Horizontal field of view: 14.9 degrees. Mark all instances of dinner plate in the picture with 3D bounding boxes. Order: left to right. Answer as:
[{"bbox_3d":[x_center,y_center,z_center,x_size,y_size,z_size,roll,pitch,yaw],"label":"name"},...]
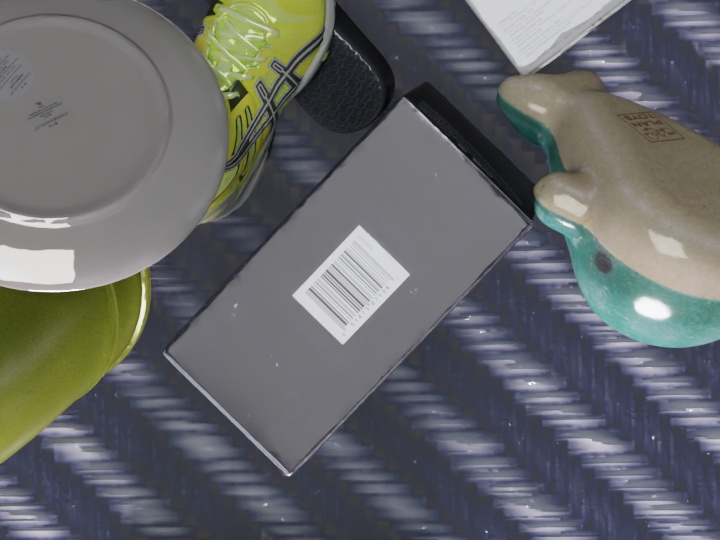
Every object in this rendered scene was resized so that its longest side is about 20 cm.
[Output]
[{"bbox_3d":[-0.173,-0.082,1.539,0.199,0.024,0.201,2,61,-4],"label":"dinner plate"}]

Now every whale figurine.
[{"bbox_3d":[0.152,-0.035,1.566,0.200,0.159,0.104,46,130,33],"label":"whale figurine"}]

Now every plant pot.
[{"bbox_3d":[-0.247,0.040,1.571,0.199,0.193,0.201,10,126,14],"label":"plant pot"}]

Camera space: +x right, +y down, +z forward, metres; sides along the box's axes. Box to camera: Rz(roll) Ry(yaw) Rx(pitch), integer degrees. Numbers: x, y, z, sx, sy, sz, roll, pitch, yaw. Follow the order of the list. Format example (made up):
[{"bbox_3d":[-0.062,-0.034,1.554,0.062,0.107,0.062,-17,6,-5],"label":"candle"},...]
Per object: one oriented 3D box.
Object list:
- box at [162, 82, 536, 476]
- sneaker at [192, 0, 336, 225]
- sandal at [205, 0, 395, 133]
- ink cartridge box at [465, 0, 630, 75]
[{"bbox_3d":[0.000,0.000,1.585,0.104,0.182,0.200,44,98,0],"label":"box"},{"bbox_3d":[-0.071,-0.109,1.608,0.075,0.076,0.201,24,115,11],"label":"sneaker"},{"bbox_3d":[-0.052,-0.171,1.643,0.076,0.043,0.200,-26,104,31],"label":"sandal"},{"bbox_3d":[0.080,-0.225,1.616,0.109,0.050,0.200,-37,93,8],"label":"ink cartridge box"}]
